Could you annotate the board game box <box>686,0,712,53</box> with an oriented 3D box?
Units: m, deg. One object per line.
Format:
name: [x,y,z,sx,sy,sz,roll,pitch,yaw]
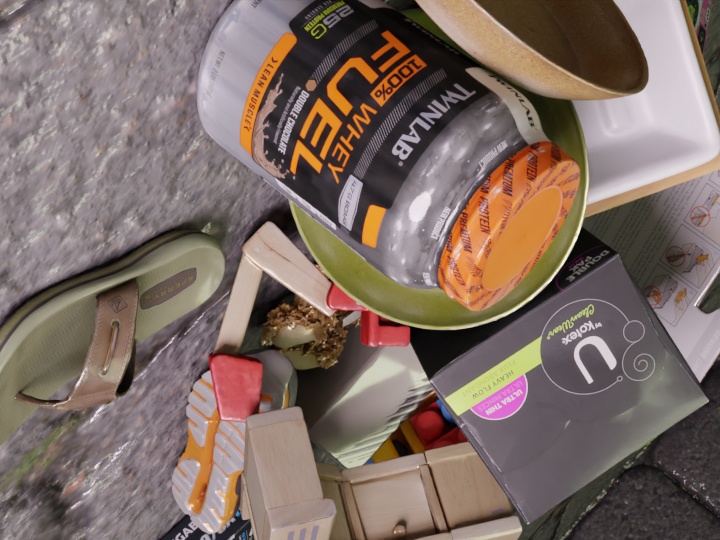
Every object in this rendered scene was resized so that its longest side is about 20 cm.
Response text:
board game box: [0.261,-0.163,1.079,0.147,0.064,0.202,1,100,-64]

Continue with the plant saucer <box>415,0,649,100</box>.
plant saucer: [0.079,-0.162,0.675,0.035,0.201,0.200,-46,163,32]

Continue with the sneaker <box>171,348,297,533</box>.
sneaker: [-0.088,0.121,0.919,0.077,0.078,0.200,-29,159,-42]

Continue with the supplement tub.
supplement tub: [0.014,-0.074,0.660,0.122,0.200,0.123,-42,155,-25]

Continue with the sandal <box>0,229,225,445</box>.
sandal: [-0.148,0.040,0.701,0.201,0.057,0.080,-36,152,-34]

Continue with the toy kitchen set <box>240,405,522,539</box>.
toy kitchen set: [0.030,0.192,0.829,0.199,0.164,0.181,-10,151,-13]

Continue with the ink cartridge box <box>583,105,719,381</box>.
ink cartridge box: [0.239,-0.030,0.930,0.045,0.176,0.201,-19,141,-53]

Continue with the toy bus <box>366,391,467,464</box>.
toy bus: [0.066,0.152,1.065,0.199,0.136,0.192,-34,175,10]

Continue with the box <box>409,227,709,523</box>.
box: [0.123,0.053,0.839,0.148,0.125,0.200,-34,-165,3]

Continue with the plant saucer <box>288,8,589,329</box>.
plant saucer: [0.048,-0.063,0.751,0.201,0.199,0.031,-62,167,22]

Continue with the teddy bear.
teddy bear: [0.000,0.000,0.933,0.200,0.067,0.145,-47,153,6]

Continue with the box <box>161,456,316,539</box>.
box: [-0.110,0.258,1.104,0.159,0.046,0.201,-41,154,-26]

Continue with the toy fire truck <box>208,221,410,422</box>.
toy fire truck: [-0.031,0.003,0.817,0.049,0.140,0.202,175,-83,-82]

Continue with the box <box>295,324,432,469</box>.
box: [0.027,0.067,1.004,0.200,0.082,0.068,-47,119,-2]

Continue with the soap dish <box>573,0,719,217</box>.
soap dish: [0.135,-0.115,0.818,0.199,0.158,0.081,-19,-174,3]
